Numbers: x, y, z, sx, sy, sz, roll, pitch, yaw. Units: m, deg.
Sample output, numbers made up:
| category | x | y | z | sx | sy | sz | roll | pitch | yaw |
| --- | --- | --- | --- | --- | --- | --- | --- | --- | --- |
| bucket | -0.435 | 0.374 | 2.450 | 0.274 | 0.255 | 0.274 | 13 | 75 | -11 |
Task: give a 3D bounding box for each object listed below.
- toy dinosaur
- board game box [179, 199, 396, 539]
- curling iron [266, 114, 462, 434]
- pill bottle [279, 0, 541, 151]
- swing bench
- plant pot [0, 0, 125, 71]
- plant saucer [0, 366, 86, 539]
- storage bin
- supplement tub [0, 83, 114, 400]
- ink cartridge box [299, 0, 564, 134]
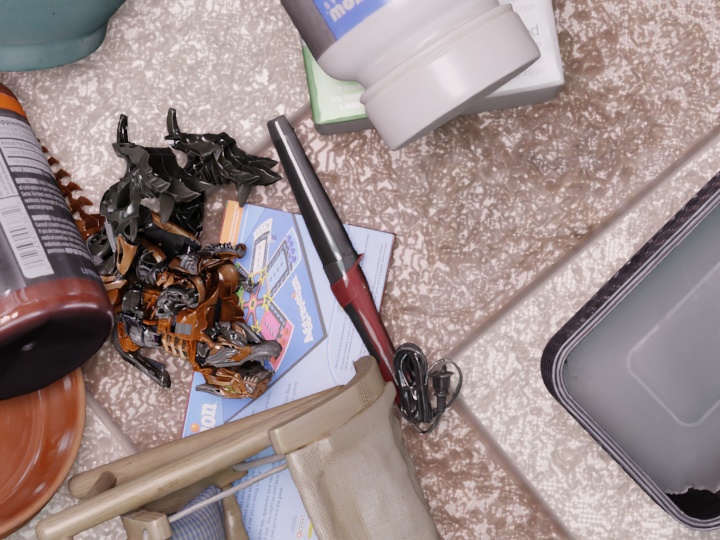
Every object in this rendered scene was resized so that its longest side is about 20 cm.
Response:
| category | x | y | z | sx | sy | sz | roll | pitch | yaw |
| --- | --- | --- | --- | --- | --- | --- | --- | --- | --- |
| toy dinosaur | -0.123 | -0.012 | 1.261 | 0.199 | 0.102 | 0.136 | 29 | 115 | 1 |
| board game box | -0.048 | 0.067 | 1.298 | 0.102 | 0.019 | 0.201 | 11 | 90 | -1 |
| curling iron | 0.000 | 0.000 | 1.272 | 0.049 | 0.026 | 0.201 | -31 | 86 | 37 |
| pill bottle | 0.004 | -0.172 | 1.165 | 0.113 | 0.114 | 0.201 | -32 | 88 | 1 |
| swing bench | -0.044 | 0.181 | 1.227 | 0.199 | 0.130 | 0.200 | -22 | 97 | 4 |
| plant pot | -0.197 | -0.192 | 1.228 | 0.199 | 0.201 | 0.135 | 7 | 117 | 1 |
| plant saucer | -0.253 | 0.070 | 1.245 | 0.199 | 0.032 | 0.201 | 13 | 54 | -18 |
| storage bin | 0.212 | 0.035 | 1.259 | 0.200 | 0.094 | 0.135 | -45 | 90 | 1 |
| supplement tub | -0.221 | -0.034 | 1.242 | 0.106 | 0.107 | 0.201 | -28 | 69 | 1 |
| ink cartridge box | 0.029 | -0.189 | 1.263 | 0.144 | 0.088 | 0.202 | -8 | 88 | 1 |
